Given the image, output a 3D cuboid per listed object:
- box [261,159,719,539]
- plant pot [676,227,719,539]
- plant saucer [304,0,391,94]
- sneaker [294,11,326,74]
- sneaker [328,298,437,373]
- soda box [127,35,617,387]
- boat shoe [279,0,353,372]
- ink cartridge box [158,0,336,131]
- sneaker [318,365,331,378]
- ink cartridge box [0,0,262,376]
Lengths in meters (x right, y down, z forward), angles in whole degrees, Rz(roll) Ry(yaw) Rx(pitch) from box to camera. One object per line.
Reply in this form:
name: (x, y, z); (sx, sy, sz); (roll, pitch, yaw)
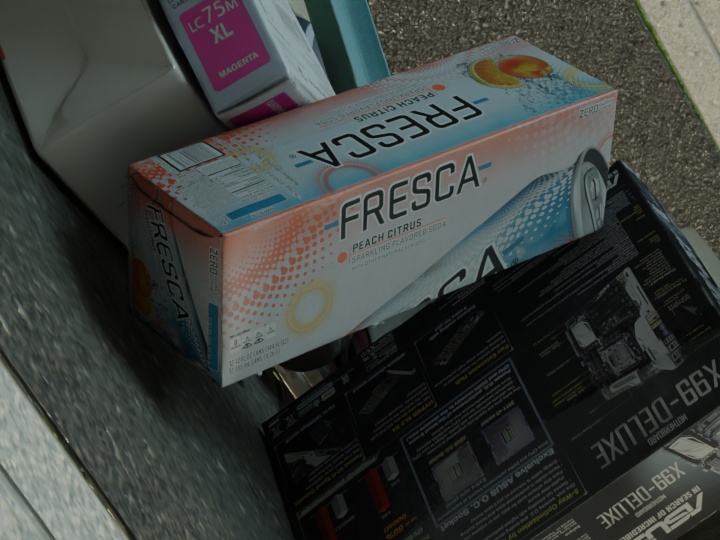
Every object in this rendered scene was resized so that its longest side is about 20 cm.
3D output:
box: (0.064, 0.066, 0.889); (0.050, 0.200, 0.158); (46, 11, -36)
plant pot: (0.138, 0.081, 1.052); (0.200, 0.199, 0.175); (22, 45, -81)
plant saucer: (-0.012, -0.135, 1.139); (0.070, 0.019, 0.201); (49, 19, -45)
sneaker: (-0.037, -0.100, 1.296); (0.067, 0.090, 0.200); (16, -3, 6)
sneaker: (0.000, 0.000, 1.114); (0.080, 0.086, 0.201); (13, 49, -20)
soda box: (0.007, -0.027, 0.846); (0.063, 0.199, 0.069); (35, -45, 40)
boat shoe: (-0.035, -0.054, 1.047); (0.073, 0.074, 0.201); (-15, 91, -50)
ink cartridge box: (-0.070, -0.141, 0.895); (0.201, 0.042, 0.119); (66, 7, 14)
sneaker: (0.033, 0.065, 1.223); (0.075, 0.082, 0.200); (60, 7, 14)
ink cartridge box: (-0.077, -0.052, 0.929); (0.200, 0.067, 0.117); (52, 9, -52)
